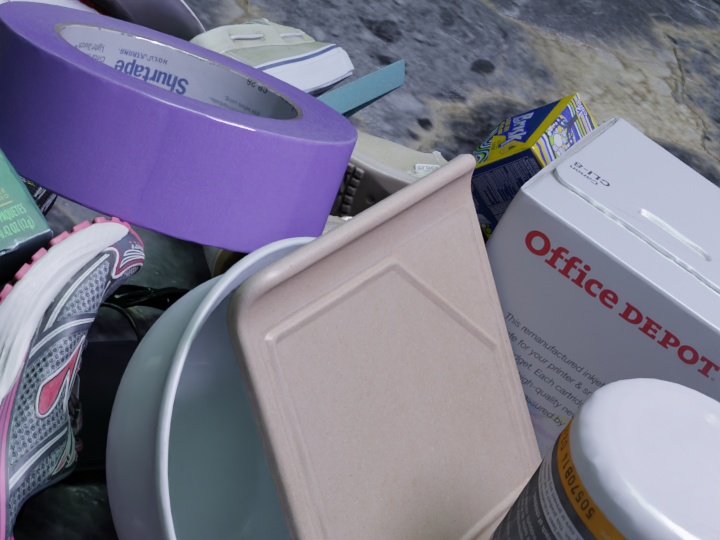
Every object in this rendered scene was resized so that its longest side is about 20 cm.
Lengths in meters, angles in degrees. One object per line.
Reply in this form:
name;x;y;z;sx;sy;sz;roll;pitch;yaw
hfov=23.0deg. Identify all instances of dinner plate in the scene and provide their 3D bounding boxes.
dinner plate;-0.182;-0.190;1.104;0.200;0.024;0.200;34;-10;7

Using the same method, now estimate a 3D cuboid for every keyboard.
keyboard;-0.110;0.052;0.923;0.200;0.021;0.127;1;48;-39

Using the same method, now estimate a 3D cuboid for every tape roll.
tape roll;-0.105;-0.077;0.938;0.200;0.066;0.200;19;15;-5

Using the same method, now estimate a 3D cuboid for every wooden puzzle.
wooden puzzle;0.015;0.066;0.807;0.037;0.200;0.185;0;20;36

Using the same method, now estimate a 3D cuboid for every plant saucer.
plant saucer;-0.039;-0.094;1.143;0.200;0.070;0.019;-30;92;-55

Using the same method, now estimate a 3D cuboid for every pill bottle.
pill bottle;0.101;0.153;0.779;0.116;0.200;0.116;21;33;-15

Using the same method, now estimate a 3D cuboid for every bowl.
bowl;-0.051;0.086;0.816;0.090;0.201;0.201;-4;10;38

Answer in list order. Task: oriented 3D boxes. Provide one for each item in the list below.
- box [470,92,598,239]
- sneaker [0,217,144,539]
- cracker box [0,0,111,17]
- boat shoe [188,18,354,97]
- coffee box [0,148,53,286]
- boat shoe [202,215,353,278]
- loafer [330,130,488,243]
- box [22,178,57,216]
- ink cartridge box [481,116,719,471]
box;0.140;0.001;1.052;0.200;0.064;0.070;58;44;-16
sneaker;-0.153;0.059;0.810;0.075;0.081;0.200;34;56;-7
cracker box;-0.246;-0.160;1.017;0.134;0.058;0.200;33;14;9
boat shoe;-0.056;-0.131;1.127;0.062;0.072;0.200;59;15;-2
coffee box;-0.251;-0.066;0.848;0.123;0.044;0.200;-25;73;-30
boat shoe;0.000;0.000;1.035;0.200;0.072;0.065;11;28;-29
loafer;0.046;-0.037;1.117;0.200;0.076;0.068;31;38;3
box;-0.268;-0.059;0.927;0.200;0.044;0.160;27;33;-4
ink cartridge box;0.122;0.049;0.939;0.145;0.200;0.145;37;33;11
